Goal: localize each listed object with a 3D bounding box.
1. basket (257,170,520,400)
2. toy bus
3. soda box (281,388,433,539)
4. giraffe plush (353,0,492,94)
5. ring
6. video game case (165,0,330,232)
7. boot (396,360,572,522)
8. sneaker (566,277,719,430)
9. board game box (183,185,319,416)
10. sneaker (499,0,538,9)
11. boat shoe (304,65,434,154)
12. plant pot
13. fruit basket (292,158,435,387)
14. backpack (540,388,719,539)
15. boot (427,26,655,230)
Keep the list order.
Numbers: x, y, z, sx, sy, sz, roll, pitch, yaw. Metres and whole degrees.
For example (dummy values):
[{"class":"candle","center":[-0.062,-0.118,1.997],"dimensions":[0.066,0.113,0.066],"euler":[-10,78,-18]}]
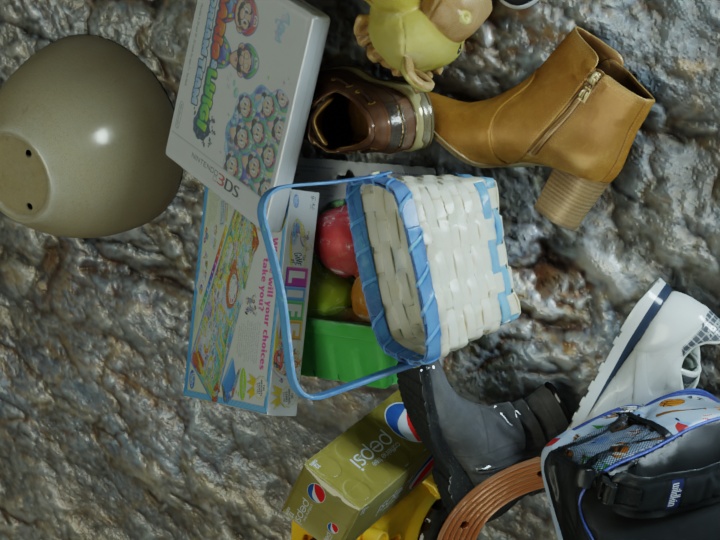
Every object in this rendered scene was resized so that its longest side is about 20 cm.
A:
[{"class":"basket","center":[0.021,0.004,1.606],"dimensions":[0.139,0.199,0.177],"euler":[5,105,65]},{"class":"toy bus","center":[-0.006,0.292,1.833],"dimensions":[0.135,0.192,0.201],"euler":[16,121,26]},{"class":"soda box","center":[0.017,0.173,1.754],"dimensions":[0.068,0.200,0.064],"euler":[37,128,15]},{"class":"giraffe plush","center":[0.036,-0.233,1.588],"dimensions":[0.200,0.173,0.162],"euler":[-21,107,47]},{"class":"ring","center":[0.160,0.233,1.722],"dimensions":[0.019,0.200,0.201],"euler":[-112,33,-48]},{"class":"video game case","center":[-0.104,-0.161,1.726],"dimensions":[0.182,0.024,0.201],"euler":[37,120,46]},{"class":"boot","center":[0.115,0.127,1.711],"dimensions":[0.070,0.131,0.201],"euler":[50,163,56]},{"class":"sneaker","center":[0.239,0.103,1.657],"dimensions":[0.080,0.076,0.200],"euler":[30,127,8]},{"class":"board game box","center":[-0.101,0.024,1.762],"dimensions":[0.134,0.034,0.201],"euler":[8,91,51]},{"class":"sneaker","center":[0.138,-0.291,1.527],"dimensions":[0.072,0.083,0.200],"euler":[35,127,16]},{"class":"boat shoe","center":[-0.017,-0.137,1.684],"dimensions":[0.200,0.067,0.072],"euler":[14,113,55]},{"class":"plant pot","center":[-0.291,-0.113,1.872],"dimensions":[0.200,0.134,0.201],"euler":[15,118,29]},{"class":"fruit basket","center":[0.000,0.000,1.761],"dimensions":[0.185,0.094,0.201],"euler":[6,98,37]},{"class":"backpack","center":[0.250,0.191,1.575],"dimensions":[0.154,0.190,0.201],"euler":[-136,28,-61]},{"class":"boot","center":[0.144,-0.143,1.616],"dimensions":[0.201,0.071,0.144],"euler":[38,115,25]}]
